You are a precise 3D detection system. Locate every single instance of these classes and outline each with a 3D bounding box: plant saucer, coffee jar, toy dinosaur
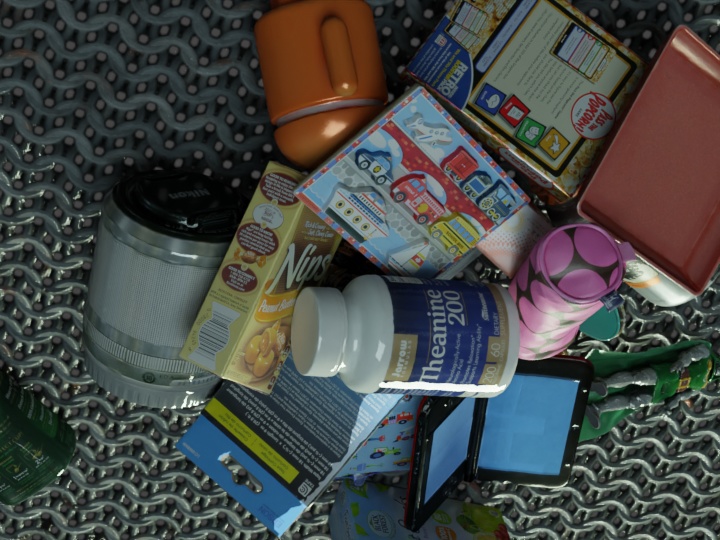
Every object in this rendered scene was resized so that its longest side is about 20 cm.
[{"bbox_3d":[0.304,-0.104,1.522,0.200,0.037,0.200,30,89,-35],"label":"plant saucer"},{"bbox_3d":[-0.394,0.145,1.649,0.104,0.085,0.200,-32,119,13],"label":"coffee jar"},{"bbox_3d":[0.000,0.000,1.620,0.135,0.102,0.200,23,135,-4],"label":"toy dinosaur"}]

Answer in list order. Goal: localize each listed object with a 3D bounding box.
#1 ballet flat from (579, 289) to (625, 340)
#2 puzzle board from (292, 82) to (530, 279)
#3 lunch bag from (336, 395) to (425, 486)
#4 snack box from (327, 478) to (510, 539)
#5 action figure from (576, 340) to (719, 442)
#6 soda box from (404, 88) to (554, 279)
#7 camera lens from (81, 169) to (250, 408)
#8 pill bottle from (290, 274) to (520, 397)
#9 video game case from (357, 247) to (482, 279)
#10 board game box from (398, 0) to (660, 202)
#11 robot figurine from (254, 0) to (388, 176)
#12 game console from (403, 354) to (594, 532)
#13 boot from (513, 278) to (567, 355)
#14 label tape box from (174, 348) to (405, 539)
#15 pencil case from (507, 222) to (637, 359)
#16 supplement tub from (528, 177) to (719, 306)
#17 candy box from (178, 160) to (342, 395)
[{"bbox_3d":[0.200,-0.011,1.646,0.200,0.064,0.076,42,120,-9],"label":"ballet flat"},{"bbox_3d":[0.052,-0.068,1.473,0.151,0.017,0.200,-40,133,11],"label":"puzzle board"},{"bbox_3d":[0.001,0.171,1.724,0.149,0.094,0.201,-7,137,-6],"label":"lunch bag"},{"bbox_3d":[0.074,0.320,1.772,0.199,0.169,0.068,13,115,-16],"label":"snack box"},{"bbox_3d":[0.328,0.121,1.743,0.199,0.055,0.119,-13,127,-30],"label":"action figure"},{"bbox_3d":[0.098,-0.085,1.564,0.200,0.064,0.068,42,100,-9],"label":"soda box"},{"bbox_3d":[-0.186,0.013,1.567,0.159,0.160,0.201,8,117,-13],"label":"camera lens"},{"bbox_3d":[0.041,0.061,1.502,0.199,0.111,0.112,4,118,-21],"label":"pill bottle"},{"bbox_3d":[0.006,-0.026,1.656,0.200,0.024,0.182,-40,117,14],"label":"video game case"},{"bbox_3d":[0.160,-0.185,1.511,0.200,0.046,0.152,37,84,-3],"label":"board game box"},{"bbox_3d":[-0.034,-0.179,1.488,0.143,0.116,0.201,-15,83,39],"label":"robot figurine"},{"bbox_3d":[0.142,0.186,1.674,0.118,0.172,0.201,26,135,24],"label":"game console"},{"bbox_3d":[0.158,0.103,1.725,0.143,0.071,0.202,-23,115,11],"label":"boot"},{"bbox_3d":[-0.065,0.140,1.584,0.144,0.063,0.200,41,95,0],"label":"label tape box"},{"bbox_3d":[0.194,0.024,1.535,0.093,0.200,0.091,-21,77,-15],"label":"pencil case"},{"bbox_3d":[0.273,-0.062,1.621,0.200,0.123,0.123,36,108,-23],"label":"supplement tub"},{"bbox_3d":[-0.085,0.009,1.497,0.055,0.115,0.201,24,87,22],"label":"candy box"}]
